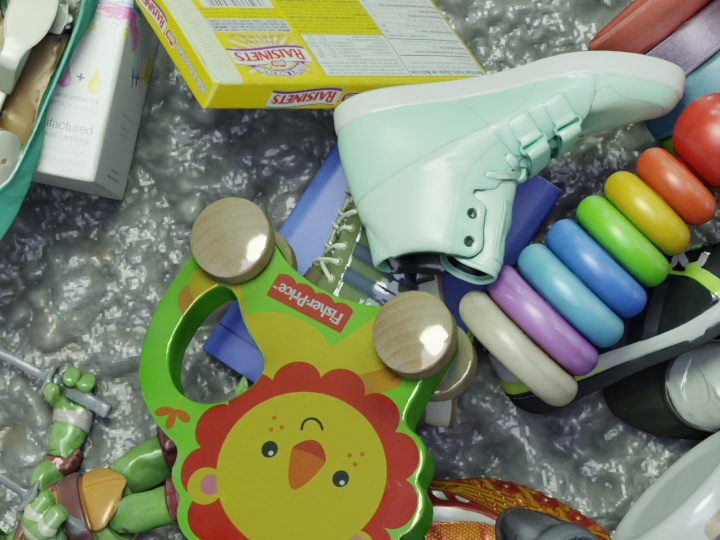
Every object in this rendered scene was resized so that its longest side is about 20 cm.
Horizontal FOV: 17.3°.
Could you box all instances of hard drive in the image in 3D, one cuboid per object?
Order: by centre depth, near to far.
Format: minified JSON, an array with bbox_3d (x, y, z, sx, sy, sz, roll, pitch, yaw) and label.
[{"bbox_3d":[0.013,0.000,1.440,0.132,0.025,0.200,33,89,4],"label":"hard drive"}]

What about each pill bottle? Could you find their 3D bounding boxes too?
[{"bbox_3d":[0.249,0.197,1.371,0.116,0.116,0.200,-44,94,-1],"label":"pill bottle"}]

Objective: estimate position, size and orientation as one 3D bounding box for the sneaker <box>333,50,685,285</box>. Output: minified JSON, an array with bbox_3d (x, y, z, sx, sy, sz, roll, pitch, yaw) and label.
[{"bbox_3d":[0.092,-0.052,1.330,0.200,0.074,0.118,-11,74,2],"label":"sneaker"}]

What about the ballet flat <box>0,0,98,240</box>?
[{"bbox_3d":[-0.201,-0.099,1.307,0.067,0.070,0.200,22,89,3],"label":"ballet flat"}]

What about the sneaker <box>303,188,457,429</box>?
[{"bbox_3d":[0.000,0.000,1.393,0.090,0.067,0.201,-8,90,-3],"label":"sneaker"}]

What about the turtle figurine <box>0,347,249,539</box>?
[{"bbox_3d":[-0.156,0.105,1.383,0.194,0.144,0.200,-15,90,0],"label":"turtle figurine"}]

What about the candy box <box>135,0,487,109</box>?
[{"bbox_3d":[-0.026,-0.134,1.369,0.102,0.200,0.026,59,135,32],"label":"candy box"}]

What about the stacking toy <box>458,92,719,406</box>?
[{"bbox_3d":[0.150,-0.020,1.330,0.085,0.085,0.200,44,96,4],"label":"stacking toy"}]

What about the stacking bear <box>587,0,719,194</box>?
[{"bbox_3d":[0.238,-0.090,1.400,0.114,0.121,0.200,-40,94,-3],"label":"stacking bear"}]

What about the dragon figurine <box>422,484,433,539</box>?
[{"bbox_3d":[0.012,0.158,1.332,0.059,0.099,0.200,-10,98,8],"label":"dragon figurine"}]

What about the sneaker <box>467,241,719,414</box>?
[{"bbox_3d":[0.153,0.013,1.387,0.200,0.072,0.083,-28,100,16],"label":"sneaker"}]

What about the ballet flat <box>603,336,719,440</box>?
[{"bbox_3d":[0.246,0.067,1.406,0.200,0.068,0.068,2,81,2],"label":"ballet flat"}]

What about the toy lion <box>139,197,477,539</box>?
[{"bbox_3d":[-0.041,0.083,1.313,0.200,0.069,0.192,28,79,22],"label":"toy lion"}]

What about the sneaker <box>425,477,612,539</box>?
[{"bbox_3d":[0.054,0.166,1.419,0.200,0.073,0.077,7,109,7],"label":"sneaker"}]

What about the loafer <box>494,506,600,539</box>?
[{"bbox_3d":[0.133,0.212,1.379,0.072,0.063,0.200,-36,126,-14],"label":"loafer"}]

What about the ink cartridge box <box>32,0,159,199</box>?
[{"bbox_3d":[-0.189,-0.156,1.407,0.128,0.125,0.200,12,88,3],"label":"ink cartridge box"}]
